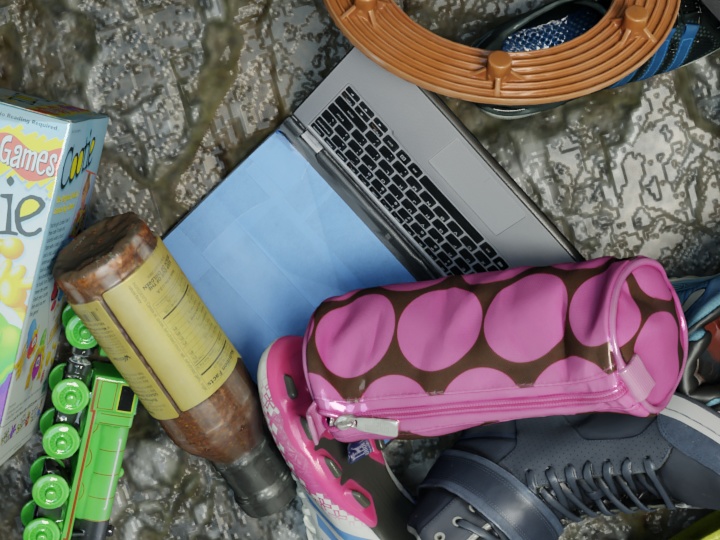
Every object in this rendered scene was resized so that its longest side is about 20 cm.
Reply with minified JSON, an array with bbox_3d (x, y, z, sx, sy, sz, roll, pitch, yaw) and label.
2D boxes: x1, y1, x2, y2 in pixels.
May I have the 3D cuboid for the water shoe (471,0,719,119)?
[{"bbox_3d":[0.153,-0.137,0.901,0.199,0.079,0.072,-27,96,6],"label":"water shoe"}]

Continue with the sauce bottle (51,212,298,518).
[{"bbox_3d":[-0.101,0.060,0.924,0.066,0.066,0.201,-27,118,6],"label":"sauce bottle"}]

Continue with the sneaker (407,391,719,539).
[{"bbox_3d":[0.117,0.130,0.863,0.146,0.202,0.077,-50,126,-22],"label":"sneaker"}]

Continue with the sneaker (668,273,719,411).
[{"bbox_3d":[0.185,0.043,0.883,0.079,0.090,0.200,53,139,3],"label":"sneaker"}]

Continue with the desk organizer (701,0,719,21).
[{"bbox_3d":[0.213,-0.187,0.850,0.077,0.072,0.200,-32,77,-34],"label":"desk organizer"}]

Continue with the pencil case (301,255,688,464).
[{"bbox_3d":[0.068,0.048,0.842,0.199,0.094,0.091,-11,111,28],"label":"pencil case"}]

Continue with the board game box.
[{"bbox_3d":[-0.226,-0.003,0.923,0.102,0.105,0.202,15,97,1],"label":"board game box"}]

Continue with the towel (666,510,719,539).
[{"bbox_3d":[0.200,0.152,0.934,0.199,0.086,0.018,-32,79,7],"label":"towel"}]

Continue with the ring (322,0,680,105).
[{"bbox_3d":[0.075,-0.168,0.862,0.199,0.202,0.019,2,143,-2],"label":"ring"}]

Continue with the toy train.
[{"bbox_3d":[-0.162,0.082,0.962,0.056,0.042,0.202,10,103,-17],"label":"toy train"}]

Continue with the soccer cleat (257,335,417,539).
[{"bbox_3d":[-0.014,0.133,0.940,0.086,0.070,0.201,-24,104,42],"label":"soccer cleat"}]

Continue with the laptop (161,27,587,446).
[{"bbox_3d":[0.000,0.000,0.911,0.187,0.200,0.116,47,63,-4],"label":"laptop"}]
